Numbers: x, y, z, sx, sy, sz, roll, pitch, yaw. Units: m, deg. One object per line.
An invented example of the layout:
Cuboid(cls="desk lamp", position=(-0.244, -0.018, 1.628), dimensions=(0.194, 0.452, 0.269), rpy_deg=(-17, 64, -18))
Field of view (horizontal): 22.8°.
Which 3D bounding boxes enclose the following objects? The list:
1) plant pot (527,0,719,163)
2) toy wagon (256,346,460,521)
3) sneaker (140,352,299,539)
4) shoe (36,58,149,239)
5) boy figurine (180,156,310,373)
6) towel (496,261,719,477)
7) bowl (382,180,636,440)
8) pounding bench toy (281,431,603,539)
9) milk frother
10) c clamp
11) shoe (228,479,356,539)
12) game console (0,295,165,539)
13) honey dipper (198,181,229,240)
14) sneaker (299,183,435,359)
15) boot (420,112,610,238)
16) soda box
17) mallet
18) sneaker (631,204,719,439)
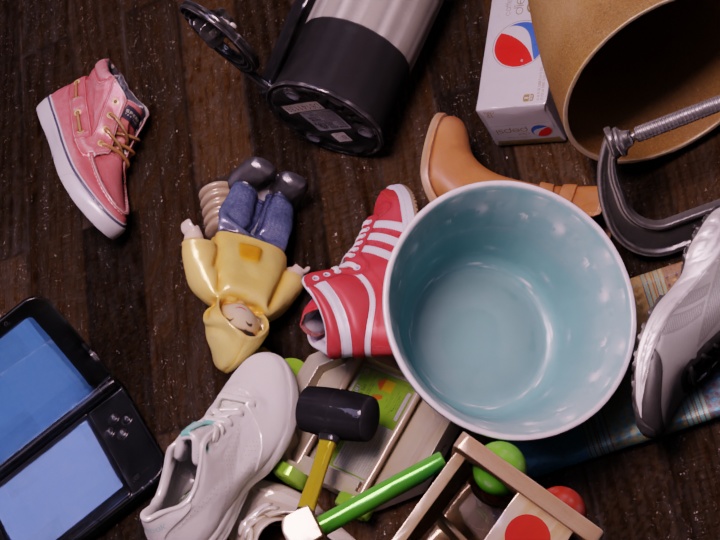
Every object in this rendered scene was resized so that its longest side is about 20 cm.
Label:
Cuboid(cls="plant pot", position=(0.216, -0.227, 1.490), dimensions=(0.186, 0.186, 0.201), rpy_deg=(-29, 55, 7))
Cuboid(cls="toy wagon", position=(-0.013, 0.117, 1.506), dimensions=(0.199, 0.040, 0.156), rpy_deg=(21, 72, 34))
Cuboid(cls="sneaker", position=(-0.117, 0.141, 1.459), dimensions=(0.075, 0.089, 0.201), rpy_deg=(7, 58, 32))
Cuboid(cls="shoe", position=(-0.248, -0.124, 1.737), dimensions=(0.091, 0.071, 0.201), rpy_deg=(-37, 48, 9))
Cuboid(cls="boy figurine", position=(-0.105, -0.004, 1.574), dimensions=(0.064, 0.124, 0.201), rpy_deg=(-44, 25, 47))
Cuboid(cls="towel", position=(0.197, 0.080, 1.440), dimensions=(0.199, 0.022, 0.147), rpy_deg=(-18, 57, 13))
Cuboid(cls="bowl", position=(0.104, 0.042, 1.388), dimensions=(0.199, 0.105, 0.202), rpy_deg=(3, 73, -11))
Cuboid(cls="pounding bench toy", position=(0.060, 0.192, 1.329), dimensions=(0.199, 0.124, 0.156), rpy_deg=(35, 79, 10))
Cuboid(cls="milk frother", position=(-0.041, -0.239, 1.629), dimensions=(0.180, 0.200, 0.189), rpy_deg=(10, 66, 34))
Cuboid(cls="c clamp", position=(0.276, -0.106, 1.441), dimensions=(0.199, 0.172, 0.027), rpy_deg=(-26, 17, 11))
Cuboid(cls="shoe", position=(-0.049, 0.220, 1.453), dimensions=(0.199, 0.053, 0.070), rpy_deg=(28, 76, 35))
Cuboid(cls="game console", position=(-0.300, 0.159, 1.570), dimensions=(0.200, 0.116, 0.176), rpy_deg=(-38, 53, 1))
Cuboid(cls="honey dipper", position=(-0.116, 0.010, 1.622), dimensions=(0.038, 0.038, 0.201), rpy_deg=(-20, 58, 14))
Cuboid(cls="sneaker", position=(0.000, 0.000, 1.513), dimensions=(0.112, 0.072, 0.201), rpy_deg=(-7, 40, -1))
Cuboid(cls="boot", position=(0.136, -0.058, 1.523), dimensions=(0.154, 0.074, 0.201), rpy_deg=(-13, 64, 16))
Cuboid(cls="soda box", position=(0.155, -0.213, 1.604), dimensions=(0.068, 0.064, 0.201), rpy_deg=(-3, 60, 24))
Cuboid(cls="mallet", position=(-0.032, 0.185, 1.421), dimensions=(0.065, 0.041, 0.201), rpy_deg=(-1, 60, 22))
Cuboid(cls="sneaker", position=(0.268, 0.042, 1.376), dimensions=(0.079, 0.074, 0.201), rpy_deg=(23, 72, 26))
